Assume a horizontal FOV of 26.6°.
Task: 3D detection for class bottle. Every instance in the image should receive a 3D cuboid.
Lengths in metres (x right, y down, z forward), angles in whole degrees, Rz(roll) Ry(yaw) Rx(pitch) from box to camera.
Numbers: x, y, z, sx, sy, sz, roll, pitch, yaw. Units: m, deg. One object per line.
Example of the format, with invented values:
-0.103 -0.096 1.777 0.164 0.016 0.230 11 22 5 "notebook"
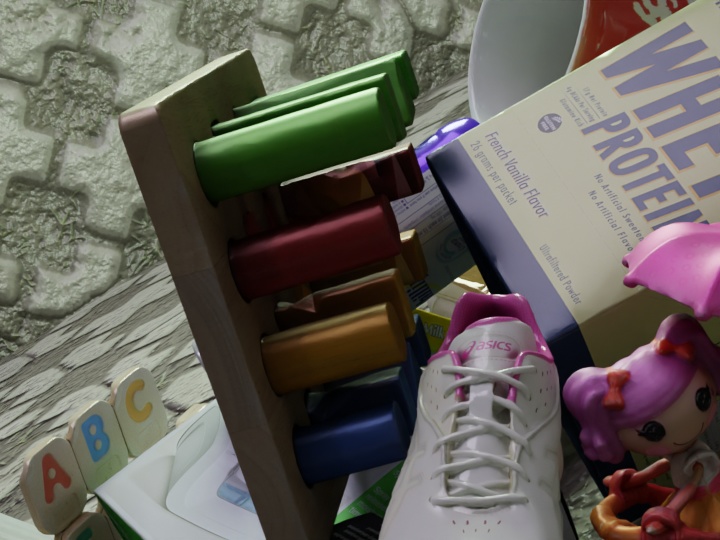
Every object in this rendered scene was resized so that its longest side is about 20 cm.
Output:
0.000 0.000 0.837 0.200 0.065 0.084 -36 -23 0 "bottle"

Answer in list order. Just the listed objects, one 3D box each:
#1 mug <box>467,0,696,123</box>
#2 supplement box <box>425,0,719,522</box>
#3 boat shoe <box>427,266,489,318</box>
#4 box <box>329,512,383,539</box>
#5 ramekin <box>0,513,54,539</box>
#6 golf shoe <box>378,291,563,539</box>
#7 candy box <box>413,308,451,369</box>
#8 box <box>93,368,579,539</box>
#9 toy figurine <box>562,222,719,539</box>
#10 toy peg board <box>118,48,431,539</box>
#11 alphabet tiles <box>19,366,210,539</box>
0.182 -0.135 0.889 0.199 0.179 0.133 11 -16 -22 "mug"
0.172 -0.008 0.778 0.199 0.200 0.135 -29 51 1 "supplement box"
0.121 0.045 1.096 0.073 0.070 0.200 -15 25 -31 "boat shoe"
-0.048 0.196 0.623 0.199 0.123 0.106 -19 7 -17 "box"
-0.241 0.233 0.893 0.200 0.097 0.201 -24 54 38 "ramekin"
0.042 0.071 0.578 0.075 0.092 0.200 0 18 5 "golf shoe"
0.067 0.053 0.960 0.102 0.199 0.027 -10 64 63 "candy box"
-0.014 0.137 0.816 0.176 0.097 0.200 -36 33 -18 "box"
0.148 0.072 0.606 0.199 0.185 0.150 -30 11 -1 "toy figurine"
-0.007 -0.004 0.685 0.097 0.200 0.200 -16 12 11 "toy peg board"
-0.127 0.166 0.887 0.015 0.197 0.200 -3 24 33 "alphabet tiles"
